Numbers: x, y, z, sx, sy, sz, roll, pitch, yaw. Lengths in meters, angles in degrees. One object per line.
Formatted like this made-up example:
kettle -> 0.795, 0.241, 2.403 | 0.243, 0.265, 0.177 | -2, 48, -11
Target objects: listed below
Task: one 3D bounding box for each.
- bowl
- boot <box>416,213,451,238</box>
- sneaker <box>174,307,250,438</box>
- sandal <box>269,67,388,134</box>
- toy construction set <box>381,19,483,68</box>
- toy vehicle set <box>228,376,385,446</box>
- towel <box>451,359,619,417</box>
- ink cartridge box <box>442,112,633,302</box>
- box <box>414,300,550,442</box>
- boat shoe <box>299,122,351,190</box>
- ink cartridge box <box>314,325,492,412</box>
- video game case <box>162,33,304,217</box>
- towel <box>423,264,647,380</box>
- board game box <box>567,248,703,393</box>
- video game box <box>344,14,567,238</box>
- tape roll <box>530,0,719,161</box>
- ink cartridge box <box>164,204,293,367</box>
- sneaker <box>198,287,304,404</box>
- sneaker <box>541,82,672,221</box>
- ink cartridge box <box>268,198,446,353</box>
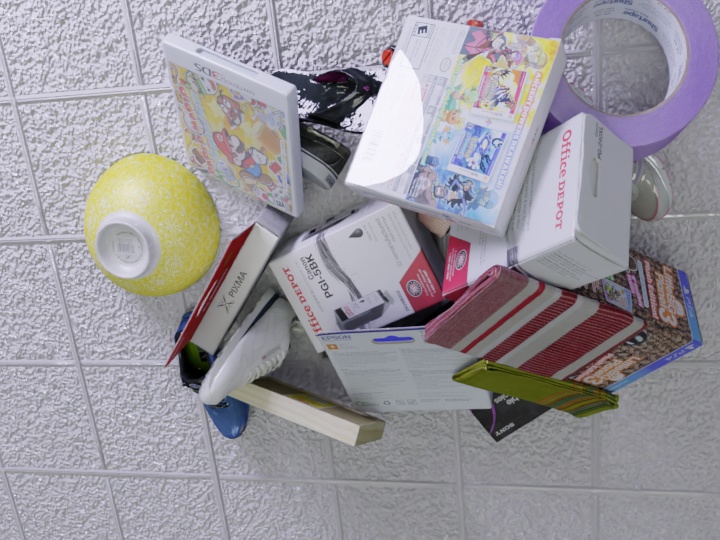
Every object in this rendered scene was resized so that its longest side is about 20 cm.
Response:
bowl -> -0.300, -0.046, 1.095 | 0.195, 0.108, 0.205 | 5, 112, 11
boot -> 0.185, -0.080, 1.003 | 0.198, 0.077, 0.157 | 36, 111, 4
sneaker -> -0.224, 0.161, 1.171 | 0.077, 0.089, 0.204 | -15, 107, 19
sandal -> -0.034, -0.202, 0.939 | 0.196, 0.048, 0.077 | 5, 87, 23
toy construction set -> 0.084, -0.202, 0.950 | 0.130, 0.091, 0.204 | 25, 100, 37
toy vehicle set -> -0.072, 0.190, 1.108 | 0.196, 0.124, 0.027 | 17, 88, 21
towel -> 0.217, 0.150, 1.000 | 0.196, 0.018, 0.086 | 17, 151, -19
ink cartridge box -> 0.183, -0.050, 0.846 | 0.082, 0.148, 0.199 | 25, 151, -26
box -> 0.181, 0.122, 1.095 | 0.142, 0.036, 0.201 | -37, 101, 23
boat shoe -> -0.103, -0.180, 1.027 | 0.198, 0.071, 0.064 | 33, 82, 7
ink cartridge box -> 0.061, 0.115, 1.035 | 0.195, 0.041, 0.202 | -4, 141, 16
video game case -> -0.151, -0.172, 0.985 | 0.179, 0.023, 0.202 | 26, 146, 18
towel -> 0.183, 0.059, 0.856 | 0.196, 0.023, 0.144 | 18, 142, -23
board game box -> 0.265, 0.051, 0.947 | 0.196, 0.099, 0.159 | 19, 142, -23
video game box -> 0.099, -0.156, 0.844 | 0.179, 0.047, 0.204 | 19, 84, 30
tape roll -> 0.277, -0.223, 0.871 | 0.195, 0.066, 0.205 | -1, 82, 5
ink cartridge box -> -0.167, 0.024, 1.050 | 0.044, 0.177, 0.202 | 31, 112, -3
sneaker -> -0.141, 0.109, 1.075 | 0.080, 0.201, 0.076 | 41, 138, -7
sneaker -> 0.272, -0.119, 0.938 | 0.199, 0.089, 0.081 | 40, 159, 1
ink cartridge box -> 0.000, 0.000, 1.060 | 0.197, 0.083, 0.149 | -24, 105, 20
